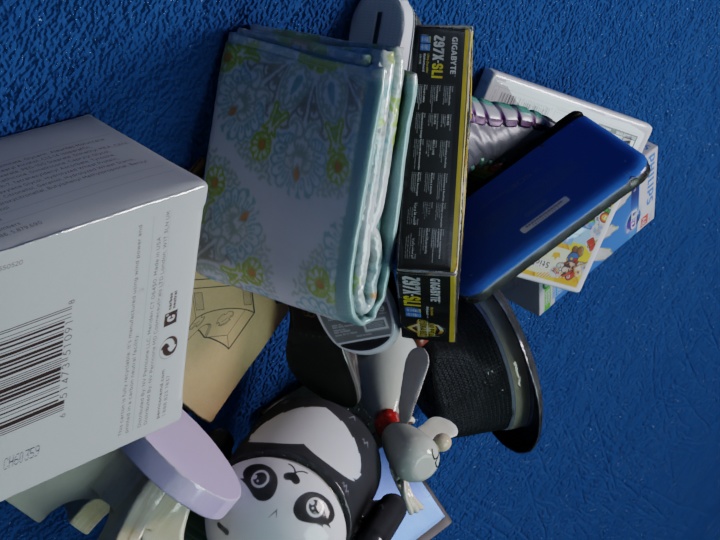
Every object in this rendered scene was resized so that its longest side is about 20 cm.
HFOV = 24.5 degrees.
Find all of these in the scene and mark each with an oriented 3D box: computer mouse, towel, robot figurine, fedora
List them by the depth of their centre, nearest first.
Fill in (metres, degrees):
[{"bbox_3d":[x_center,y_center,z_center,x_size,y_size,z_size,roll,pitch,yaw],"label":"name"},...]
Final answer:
[{"bbox_3d":[-0.042,-0.075,1.215,0.048,0.171,0.201,0,103,-48],"label":"towel"},{"bbox_3d":[-0.019,-0.028,1.308,0.044,0.109,0.201,-52,128,-58],"label":"computer mouse"},{"bbox_3d":[-0.053,0.181,1.381,0.125,0.150,0.200,66,24,-14],"label":"robot figurine"},{"bbox_3d":[0.099,0.099,1.600,0.091,0.201,0.201,-22,136,-15],"label":"fedora"}]

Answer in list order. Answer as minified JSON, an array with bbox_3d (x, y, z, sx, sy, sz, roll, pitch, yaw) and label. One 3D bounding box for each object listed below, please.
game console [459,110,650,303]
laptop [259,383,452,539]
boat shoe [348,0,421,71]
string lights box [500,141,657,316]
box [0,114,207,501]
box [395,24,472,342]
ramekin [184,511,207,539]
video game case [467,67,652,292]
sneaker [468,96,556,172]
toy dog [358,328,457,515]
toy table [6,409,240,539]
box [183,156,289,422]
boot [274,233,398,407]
[{"bbox_3d":[0.148,-0.034,1.458,0.200,0.171,0.118,-36,129,-7],"label":"game console"},{"bbox_3d":[-0.001,0.189,1.577,0.177,0.103,0.201,-32,139,-37],"label":"laptop"},{"bbox_3d":[0.017,-0.125,1.353,0.071,0.072,0.201,14,92,-59],"label":"boat shoe"},{"bbox_3d":[0.227,-0.054,1.729,0.200,0.059,0.103,-37,140,-30],"label":"string lights box"},{"bbox_3d":[-0.224,0.024,1.114,0.200,0.131,0.200,-23,133,-44],"label":"box"},{"bbox_3d":[0.058,-0.063,1.273,0.160,0.049,0.201,86,8,-70],"label":"box"},{"bbox_3d":[-0.161,0.297,1.453,0.200,0.098,0.201,-33,139,-34],"label":"ramekin"},{"bbox_3d":[0.166,-0.082,1.588,0.199,0.023,0.183,14,106,-32],"label":"video game case"},{"bbox_3d":[0.093,-0.109,1.461,0.199,0.074,0.088,10,88,-38],"label":"sneaker"},{"bbox_3d":[0.047,0.106,1.483,0.096,0.200,0.132,-23,147,-3],"label":"toy dog"},{"bbox_3d":[-0.175,0.169,1.263,0.117,0.184,0.200,-50,-172,2],"label":"toy table"},{"bbox_3d":[-0.126,0.021,1.343,0.164,0.021,0.200,-55,148,-10],"label":"box"},{"bbox_3d":[0.000,0.000,1.431,0.174,0.069,0.201,-51,141,-38],"label":"boot"}]
